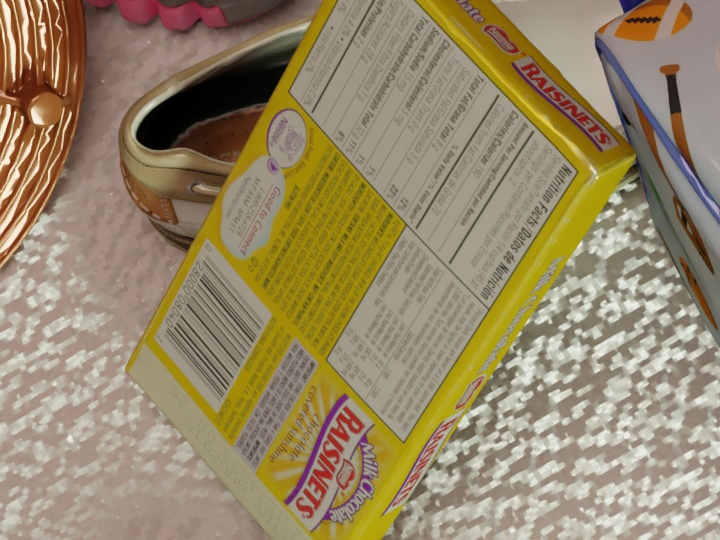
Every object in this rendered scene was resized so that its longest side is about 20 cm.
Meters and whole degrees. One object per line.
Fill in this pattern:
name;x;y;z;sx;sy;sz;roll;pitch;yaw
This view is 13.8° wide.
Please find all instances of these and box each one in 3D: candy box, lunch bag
candy box;0.000;0.000;0.892;0.102;0.200;0.026;46;43;16
lunch bag;0.131;-0.010;0.850;0.075;0.200;0.161;-31;72;0

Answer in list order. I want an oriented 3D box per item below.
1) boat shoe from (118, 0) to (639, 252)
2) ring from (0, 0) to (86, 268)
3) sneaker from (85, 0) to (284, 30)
boat shoe;0.020;-0.051;0.949;0.199;0.068;0.075;-16;74;5
ring;-0.176;-0.056;0.932;0.200;0.201;0.019;-45;35;-4
sneaker;-0.102;-0.152;1.002;0.199;0.079;0.096;23;60;10
